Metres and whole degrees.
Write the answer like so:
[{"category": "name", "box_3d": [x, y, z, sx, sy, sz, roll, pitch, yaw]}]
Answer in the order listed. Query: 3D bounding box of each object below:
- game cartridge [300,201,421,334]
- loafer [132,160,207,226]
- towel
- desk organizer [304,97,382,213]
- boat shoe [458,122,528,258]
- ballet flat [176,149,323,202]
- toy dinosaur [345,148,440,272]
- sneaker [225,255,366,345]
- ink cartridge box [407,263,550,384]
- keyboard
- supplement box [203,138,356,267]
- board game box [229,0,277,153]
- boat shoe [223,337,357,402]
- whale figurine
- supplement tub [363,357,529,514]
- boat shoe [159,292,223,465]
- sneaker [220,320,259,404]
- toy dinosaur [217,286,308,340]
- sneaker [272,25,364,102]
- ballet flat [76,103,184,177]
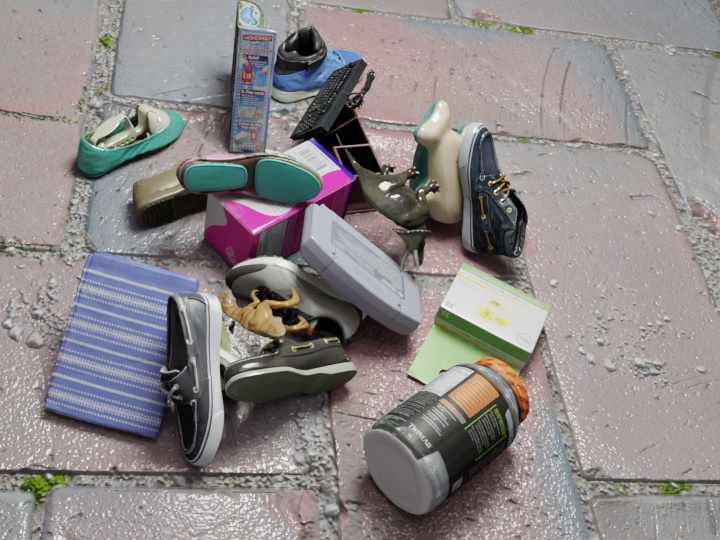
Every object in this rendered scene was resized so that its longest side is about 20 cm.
[{"category": "game cartridge", "box_3d": [0.000, 0.000, 1.239, 0.199, 0.040, 0.134, 38, 20, -19]}, {"category": "loafer", "box_3d": [-0.244, -0.131, 1.334, 0.198, 0.076, 0.068, -22, 64, -30]}, {"category": "towel", "box_3d": [-0.287, 0.087, 1.108, 0.143, 0.024, 0.203, 14, 79, -1]}, {"category": "desk organizer", "box_3d": [-0.030, -0.190, 1.444, 0.071, 0.077, 0.201, -7, 52, -21]}, {"category": "boat shoe", "box_3d": [0.202, -0.117, 1.354, 0.090, 0.203, 0.071, 13, 28, 36]}, {"category": "ballet flat", "box_3d": [-0.150, -0.135, 1.242, 0.197, 0.070, 0.071, 1, 30, -13]}, {"category": "toy dinosaur", "box_3d": [0.049, -0.105, 1.301, 0.200, 0.077, 0.102, 50, 43, -1]}, {"category": "sneaker", "box_3d": [-0.089, 0.041, 1.232, 0.198, 0.074, 0.080, 18, 52, 1]}, {"category": "ink cartridge box", "box_3d": [0.168, 0.095, 1.273, 0.144, 0.048, 0.201, 27, 46, 8]}, {"category": "keyboard", "box_3d": [-0.033, -0.279, 1.449, 0.126, 0.021, 0.201, -11, 37, 32]}, {"category": "supplement box", "box_3d": [-0.117, -0.091, 1.317, 0.199, 0.104, 0.101, -31, 64, -36]}, {"category": "board game box", "box_3d": [-0.170, -0.326, 1.440, 0.061, 0.201, 0.202, 4, 49, -11]}, {"category": "boat shoe", "box_3d": [-0.092, 0.118, 1.135, 0.200, 0.072, 0.061, 2, 54, -46]}, {"category": "whale figurine", "box_3d": [0.115, -0.165, 1.390, 0.103, 0.201, 0.160, 19, 63, 36]}, {"category": "supplement tub", "box_3d": [0.110, 0.195, 1.117, 0.199, 0.123, 0.123, -29, 62, -34]}, {"category": "boat shoe", "box_3d": [-0.203, 0.127, 1.068, 0.067, 0.071, 0.203, 4, 88, -42]}, {"category": "sneaker", "box_3d": [-0.203, 0.083, 1.174, 0.200, 0.077, 0.088, 42, 39, 14]}, {"category": "toy dinosaur", "box_3d": [-0.115, 0.067, 1.149, 0.105, 0.061, 0.199, -15, 18, -30]}, {"category": "sneaker", "box_3d": [-0.064, -0.365, 1.563, 0.198, 0.112, 0.077, -21, 58, -30]}, {"category": "ballet flat", "box_3d": [-0.341, -0.210, 1.380, 0.067, 0.071, 0.200, 37, 50, 19]}]
